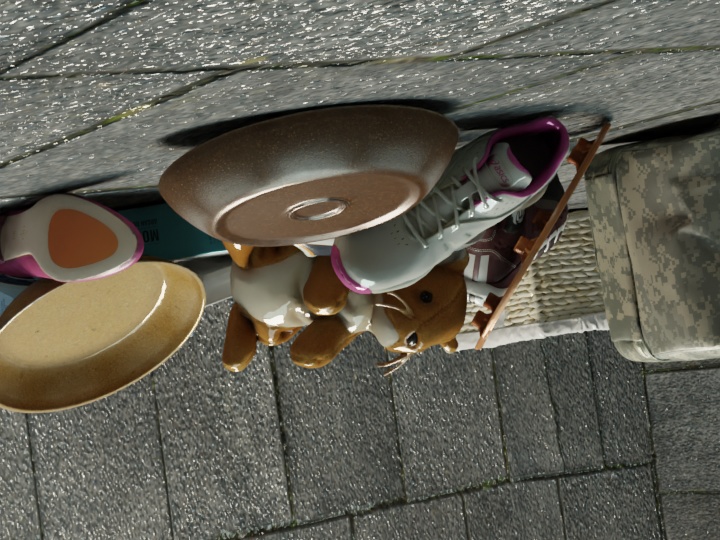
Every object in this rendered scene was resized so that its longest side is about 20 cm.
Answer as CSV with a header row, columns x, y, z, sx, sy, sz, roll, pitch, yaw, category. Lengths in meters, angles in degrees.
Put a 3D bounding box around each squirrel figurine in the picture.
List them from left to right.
x,y,z,sx,sy,sz,roll,pitch,yaw,category
0.000,0.000,1.580,0.186,0.142,0.200,8,-154,12,squirrel figurine

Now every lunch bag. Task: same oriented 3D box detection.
x,y,z,sx,sy,sz,roll,pitch,yaw,category
0.287,-0.020,1.648,0.139,0.201,0.168,-8,179,-17,lunch bag

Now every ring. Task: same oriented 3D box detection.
x,y,z,sx,sy,sz,roll,pitch,yaw,category
0.135,-0.029,1.518,0.019,0.201,0.200,30,179,4,ring

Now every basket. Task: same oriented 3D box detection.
x,y,z,sx,sy,sz,roll,pitch,yaw,category
0.239,0.011,2.590,0.200,0.161,0.198,-5,176,-34,basket

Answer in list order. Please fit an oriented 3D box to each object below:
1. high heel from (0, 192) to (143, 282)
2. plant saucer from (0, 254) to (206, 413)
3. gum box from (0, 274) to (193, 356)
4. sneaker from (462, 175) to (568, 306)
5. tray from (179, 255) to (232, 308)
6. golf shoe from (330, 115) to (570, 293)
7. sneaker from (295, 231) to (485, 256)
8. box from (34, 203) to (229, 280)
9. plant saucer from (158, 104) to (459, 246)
x,y,z,sx,sy,sz,roll,pitch,yaw,category
-0.222,-0.018,1.514,0.200,0.068,0.096,-4,170,36,high heel
-0.224,0.044,1.622,0.200,0.035,0.200,-23,151,-13,plant saucer
-0.274,0.021,1.781,0.170,0.045,0.200,-6,-160,-42,gum box
0.130,-0.065,1.646,0.075,0.116,0.200,15,-142,14,sneaker
-0.078,-0.019,1.742,0.200,0.022,0.107,-21,-158,-20,tray
0.066,-0.054,1.392,0.200,0.075,0.092,-34,179,-26,golf shoe
0.005,-0.050,1.484,0.200,0.079,0.079,9,158,-42,sneaker
-0.174,-0.029,1.687,0.199,0.049,0.082,-8,178,12,box
-0.030,-0.054,1.290,0.200,0.037,0.200,-10,166,-3,plant saucer
